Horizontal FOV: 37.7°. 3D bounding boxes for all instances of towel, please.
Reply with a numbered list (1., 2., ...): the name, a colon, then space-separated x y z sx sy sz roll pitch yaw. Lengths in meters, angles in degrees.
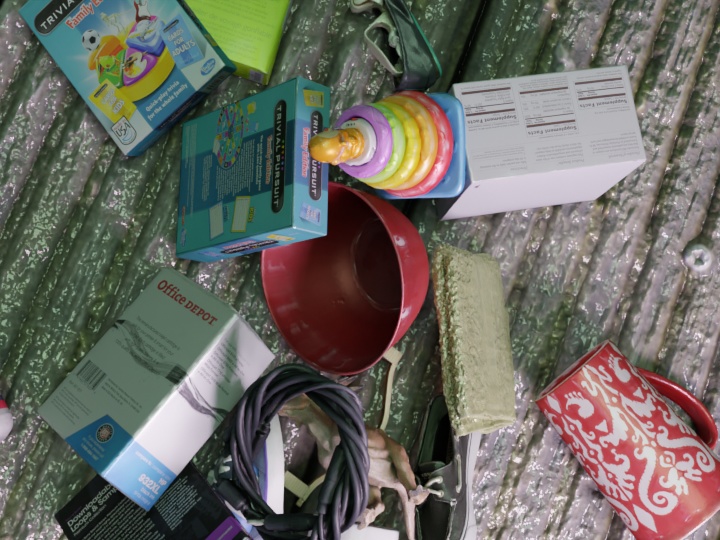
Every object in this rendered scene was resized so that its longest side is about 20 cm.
1. towel: 0.123 0.076 1.146 0.036 0.148 0.203 -10 80 28

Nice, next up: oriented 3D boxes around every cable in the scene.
1. cable: -0.061 0.183 0.993 0.051 0.200 0.164 -6 52 -51

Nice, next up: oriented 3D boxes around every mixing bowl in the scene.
1. mixing bowl: 0.000 0.000 1.121 0.108 0.199 0.202 -13 80 -48

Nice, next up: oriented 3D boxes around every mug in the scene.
1. mug: 0.302 0.183 1.172 0.133 0.177 0.201 -43 83 23

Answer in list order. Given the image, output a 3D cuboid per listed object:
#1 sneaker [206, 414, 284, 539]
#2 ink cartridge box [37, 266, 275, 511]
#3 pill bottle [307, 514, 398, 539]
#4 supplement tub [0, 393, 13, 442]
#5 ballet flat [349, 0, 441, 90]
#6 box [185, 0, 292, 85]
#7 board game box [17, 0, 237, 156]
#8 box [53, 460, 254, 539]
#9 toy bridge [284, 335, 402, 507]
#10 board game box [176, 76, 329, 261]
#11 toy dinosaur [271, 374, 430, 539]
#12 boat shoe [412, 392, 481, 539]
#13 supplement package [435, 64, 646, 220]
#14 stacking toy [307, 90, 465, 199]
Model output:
1. sneaker: -0.156 0.228 1.093 0.144 0.081 0.203 0 85 -13
2. ink cartridge box: -0.206 0.114 1.068 0.200 0.144 0.084 -50 134 -13
3. pill bottle: -0.021 0.359 1.075 0.112 0.113 0.203 12 78 -7
4. supplement tub: -0.446 0.102 1.039 0.139 0.140 0.202 -28 85 -13
5. ballet flat: 0.028 -0.299 1.225 0.072 0.073 0.202 -22 86 -12
6. box: -0.135 -0.329 1.213 0.120 0.048 0.202 17 79 -6
7. board game box: -0.255 -0.252 1.152 0.151 0.047 0.201 -38 87 11
8. box: -0.204 0.257 1.038 0.143 0.036 0.200 -43 48 -8
9. toy bridge: -0.012 0.172 1.154 0.067 0.027 0.201 35 77 -3
10. board game box: -0.115 -0.099 1.101 0.047 0.199 0.153 11 75 -43
11. toy dinosaur: 0.003 0.181 1.071 0.086 0.136 0.200 -44 105 10
12. boat shoe: 0.081 0.226 1.109 0.064 0.070 0.202 41 44 -38
13. supplement package: 0.187 -0.139 1.175 0.197 0.156 0.112 -7 79 -10
14. stacking toy: 0.012 -0.124 1.037 0.115 0.199 0.111 1 96 35
